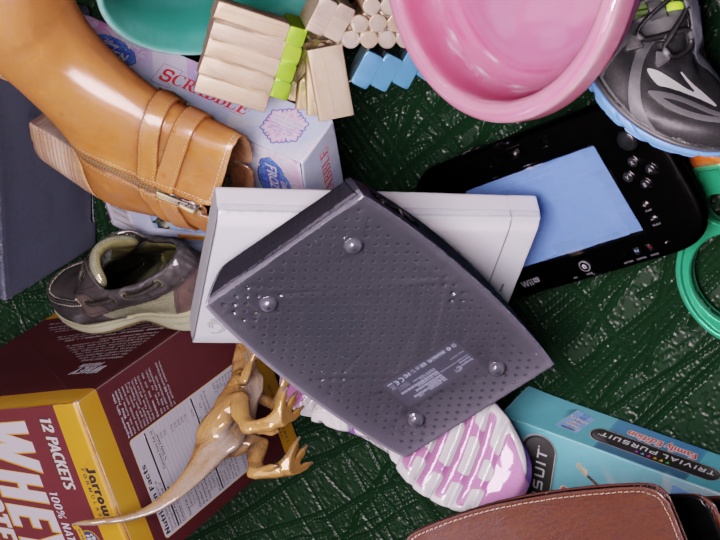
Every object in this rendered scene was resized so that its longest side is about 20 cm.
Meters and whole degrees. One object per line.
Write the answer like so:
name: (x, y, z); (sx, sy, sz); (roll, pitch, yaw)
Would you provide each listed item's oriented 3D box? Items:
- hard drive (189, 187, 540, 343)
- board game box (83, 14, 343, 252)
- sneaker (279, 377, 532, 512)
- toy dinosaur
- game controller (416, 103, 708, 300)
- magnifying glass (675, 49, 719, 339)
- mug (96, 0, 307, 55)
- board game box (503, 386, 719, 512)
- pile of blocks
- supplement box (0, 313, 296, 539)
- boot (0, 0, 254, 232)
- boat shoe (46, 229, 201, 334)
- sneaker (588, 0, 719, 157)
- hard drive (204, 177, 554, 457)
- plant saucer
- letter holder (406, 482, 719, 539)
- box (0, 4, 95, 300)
hard drive: (0.000, 0.000, 1.136); (0.200, 0.027, 0.132); (1, 141, -13)
board game box: (-0.100, -0.064, 1.226); (0.199, 0.041, 0.200); (25, 153, 20)
sneaker: (0.042, 0.102, 1.233); (0.200, 0.088, 0.081); (29, 90, 34)
toy dinosaur: (-0.092, 0.114, 1.216); (0.106, 0.200, 0.060); (5, 141, 35)
game controller: (0.124, -0.042, 1.134); (0.200, 0.042, 0.104); (-18, 100, 46)
magnifying glass: (0.218, -0.047, 1.097); (0.080, 0.022, 0.200); (-6, 111, 36)
mug: (-0.085, -0.230, 1.129); (0.152, 0.185, 0.114); (80, 174, -61)
board game box: (0.184, 0.182, 1.214); (0.200, 0.047, 0.151); (18, 121, 25)
pile of blocks: (-0.007, -0.143, 1.126); (0.200, 0.062, 0.082); (-8, 109, -4)
supplement box: (-0.195, 0.119, 1.331); (0.197, 0.200, 0.133); (-8, 108, 35)
boot: (-0.144, -0.100, 1.093); (0.155, 0.077, 0.200); (25, 146, 23)
boat shoe: (-0.167, 0.002, 1.297); (0.201, 0.072, 0.066); (1, 138, 48)
sneaker: (0.160, -0.153, 1.024); (0.083, 0.071, 0.200); (-40, 72, 50)
hard drive: (0.013, 0.029, 1.108); (0.135, 0.042, 0.200); (-34, 130, 20)
plant saucer: (0.092, -0.184, 1.013); (0.201, 0.051, 0.201); (10, 103, 51)
letter holder: (0.147, 0.187, 1.147); (0.200, 0.101, 0.142); (-18, 100, 38)
box: (-0.310, -0.109, 1.349); (0.200, 0.117, 0.197); (16, 121, 25)
